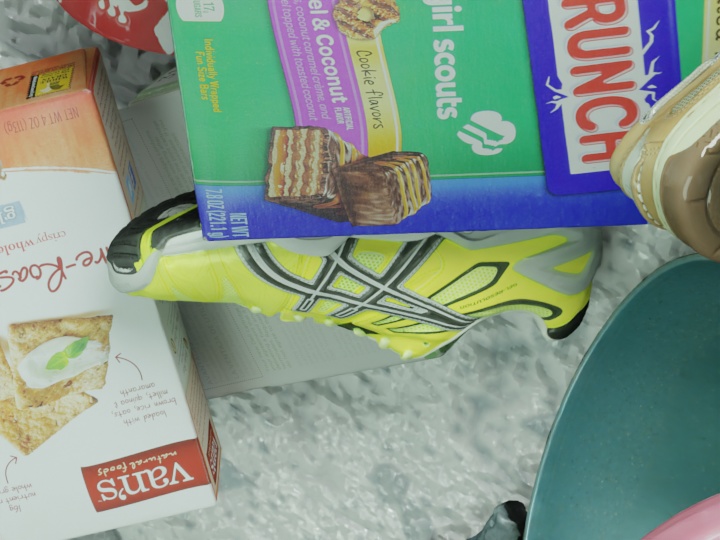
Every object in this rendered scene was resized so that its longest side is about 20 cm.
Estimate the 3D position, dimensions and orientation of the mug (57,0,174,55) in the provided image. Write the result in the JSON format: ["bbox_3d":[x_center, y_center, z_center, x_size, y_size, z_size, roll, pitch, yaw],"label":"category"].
[{"bbox_3d":[-0.049,-0.177,1.004,0.178,0.133,0.200,47,143,34],"label":"mug"}]

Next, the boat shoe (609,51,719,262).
[{"bbox_3d":[0.169,-0.081,0.913,0.076,0.200,0.072,37,154,59],"label":"boat shoe"}]

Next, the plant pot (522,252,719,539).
[{"bbox_3d":[0.165,0.107,1.034,0.134,0.201,0.200,15,136,-19],"label":"plant pot"}]

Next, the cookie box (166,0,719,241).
[{"bbox_3d":[0.035,-0.096,0.969,0.199,0.075,0.171,-2,135,3],"label":"cookie box"}]

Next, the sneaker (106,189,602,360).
[{"bbox_3d":[0.000,0.000,1.073,0.199,0.075,0.077,-5,105,0],"label":"sneaker"}]

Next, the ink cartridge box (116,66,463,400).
[{"bbox_3d":[-0.060,-0.017,1.180,0.200,0.048,0.146,-12,111,40],"label":"ink cartridge box"}]

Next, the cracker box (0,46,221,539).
[{"bbox_3d":[-0.148,0.019,1.154,0.134,0.058,0.201,-14,115,5],"label":"cracker box"}]

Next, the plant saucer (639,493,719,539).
[{"bbox_3d":[0.145,0.141,0.902,0.200,0.051,0.201,-6,124,-9],"label":"plant saucer"}]

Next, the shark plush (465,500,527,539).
[{"bbox_3d":[0.033,0.173,1.215,0.091,0.083,0.200,48,133,-2],"label":"shark plush"}]
